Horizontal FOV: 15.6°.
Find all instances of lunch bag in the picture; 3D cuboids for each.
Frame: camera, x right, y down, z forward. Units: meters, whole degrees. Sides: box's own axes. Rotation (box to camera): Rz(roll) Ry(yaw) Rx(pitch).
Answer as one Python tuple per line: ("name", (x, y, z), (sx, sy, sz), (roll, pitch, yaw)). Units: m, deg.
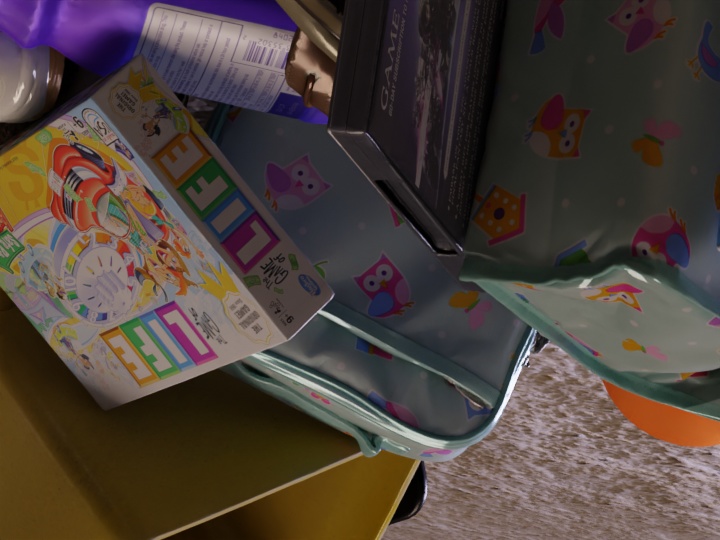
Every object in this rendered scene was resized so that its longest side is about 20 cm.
("lunch bag", (0.000, 0.000, 1.297), (0.200, 0.161, 0.077), (26, 161, -4))
("lunch bag", (0.145, -0.037, 1.110), (0.122, 0.171, 0.200), (-3, 157, 38))

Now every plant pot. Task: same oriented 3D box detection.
("plant pot", (-0.113, 0.111, 1.381), (0.200, 0.176, 0.200), (-19, 147, -38))

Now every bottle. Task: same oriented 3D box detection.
("bottle", (-0.090, -0.118, 1.140), (0.200, 0.065, 0.084), (11, 153, -12))

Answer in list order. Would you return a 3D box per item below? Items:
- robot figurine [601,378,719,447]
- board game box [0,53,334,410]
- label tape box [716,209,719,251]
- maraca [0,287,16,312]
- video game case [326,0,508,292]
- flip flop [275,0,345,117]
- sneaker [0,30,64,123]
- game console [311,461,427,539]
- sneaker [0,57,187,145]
("robot figurine", (0.191, 0.031, 1.450), (0.116, 0.144, 0.200), (-9, 164, -1))
("board game box", (-0.108, -0.012, 1.195), (0.135, 0.034, 0.200), (51, 150, -9))
("label tape box", (0.214, -0.085, 0.953), (0.066, 0.144, 0.200), (15, 163, -25))
("maraca", (-0.222, -0.019, 1.442), (0.200, 0.107, 0.137), (43, 173, -21))
("video game case", (0.032, -0.088, 1.040), (0.019, 0.143, 0.200), (3, 164, 19))
("flip flop", (-0.011, -0.100, 1.077), (0.057, 0.081, 0.200), (-13, 138, 32))
("sneaker", (-0.230, -0.104, 1.207), (0.200, 0.076, 0.088), (-1, 178, 39))
("game console", (-0.074, 0.064, 1.456), (0.176, 0.117, 0.200), (38, 141, -27))
("sneaker", (-0.127, -0.077, 1.281), (0.075, 0.071, 0.200), (7, 168, -20))
